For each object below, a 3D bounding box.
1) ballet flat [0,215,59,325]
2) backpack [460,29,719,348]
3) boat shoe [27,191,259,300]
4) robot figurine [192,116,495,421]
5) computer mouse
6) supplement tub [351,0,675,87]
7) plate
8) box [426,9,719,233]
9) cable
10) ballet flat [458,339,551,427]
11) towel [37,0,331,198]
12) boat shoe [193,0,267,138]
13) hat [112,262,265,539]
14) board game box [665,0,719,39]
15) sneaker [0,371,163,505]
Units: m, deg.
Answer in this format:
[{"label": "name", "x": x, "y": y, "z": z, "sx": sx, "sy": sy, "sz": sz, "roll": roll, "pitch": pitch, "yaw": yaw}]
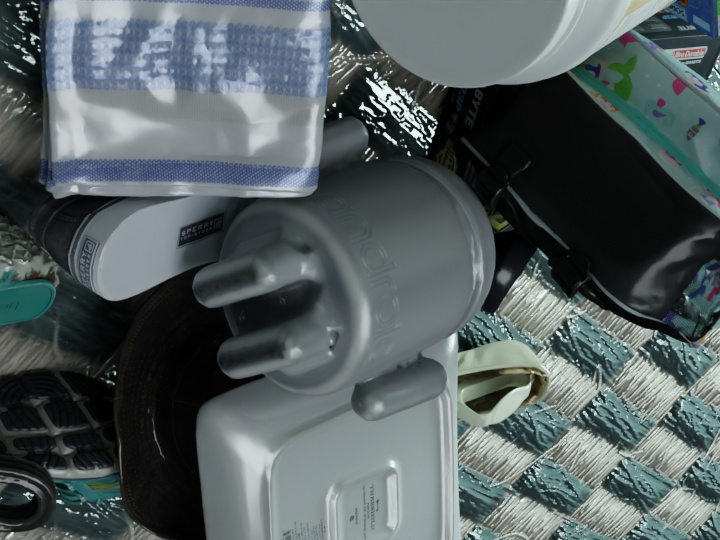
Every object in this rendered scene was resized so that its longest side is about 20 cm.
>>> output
[{"label": "ballet flat", "x": -0.245, "y": 0.008, "z": 0.740, "sx": 0.199, "sy": 0.072, "sz": 0.072, "roll": -11, "pitch": 134, "yaw": -49}, {"label": "backpack", "x": 0.171, "y": -0.045, "z": 0.897, "sx": 0.151, "sy": 0.178, "sz": 0.200, "roll": -44, "pitch": 154, "yaw": 5}, {"label": "boat shoe", "x": -0.101, "y": -0.038, "z": 0.835, "sx": 0.200, "sy": 0.068, "sz": 0.072, "roll": -25, "pitch": 137, "yaw": -49}, {"label": "robot figurine", "x": 0.000, "y": 0.000, "z": 0.837, "sx": 0.199, "sy": 0.112, "sz": 0.171, "roll": -24, "pitch": 99, "yaw": -46}, {"label": "computer mouse", "x": 0.091, "y": 0.000, "z": 1.004, "sx": 0.059, "sy": 0.034, "sz": 0.200, "roll": -56, "pitch": 174, "yaw": -1}, {"label": "supplement tub", "x": 0.093, "y": -0.179, "z": 0.755, "sx": 0.200, "sy": 0.144, "sz": 0.145, "roll": -35, "pitch": 149, "yaw": -51}, {"label": "plate", "x": -0.006, "y": 0.143, "z": 0.904, "sx": 0.199, "sy": 0.032, "sz": 0.201, "roll": -19, "pitch": 119, "yaw": -36}, {"label": "box", "x": 0.139, "y": -0.097, "z": 1.000, "sx": 0.199, "sy": 0.046, "sz": 0.160, "roll": -10, "pitch": 133, "yaw": -34}, {"label": "cable", "x": -0.267, "y": 0.103, "z": 0.811, "sx": 0.199, "sy": 0.050, "sz": 0.098, "roll": -1, "pitch": 117, "yaw": -23}, {"label": "ballet flat", "x": 0.060, "y": 0.096, "z": 1.102, "sx": 0.199, "sy": 0.070, "sz": 0.070, "roll": -14, "pitch": 134, "yaw": -31}, {"label": "towel", "x": -0.085, "y": -0.126, "z": 0.721, "sx": 0.146, "sy": 0.024, "sz": 0.201, "roll": 1, "pitch": 118, "yaw": -8}, {"label": "boat shoe", "x": -0.063, "y": -0.152, "z": 0.762, "sx": 0.065, "sy": 0.073, "sz": 0.201, "roll": 18, "pitch": 103, "yaw": -44}, {"label": "hat", "x": -0.060, "y": 0.086, "z": 0.915, "sx": 0.200, "sy": 0.080, "sz": 0.202, "roll": -9, "pitch": 101, "yaw": -54}, {"label": "board game box", "x": 0.246, "y": -0.226, "z": 0.897, "sx": 0.199, "sy": 0.135, "sz": 0.035, "roll": -30, "pitch": 135, "yaw": -14}, {"label": "sneaker", "x": -0.168, "y": 0.117, "z": 0.920, "sx": 0.199, "sy": 0.078, "sz": 0.080, "roll": 12, "pitch": 127, "yaw": -46}]
